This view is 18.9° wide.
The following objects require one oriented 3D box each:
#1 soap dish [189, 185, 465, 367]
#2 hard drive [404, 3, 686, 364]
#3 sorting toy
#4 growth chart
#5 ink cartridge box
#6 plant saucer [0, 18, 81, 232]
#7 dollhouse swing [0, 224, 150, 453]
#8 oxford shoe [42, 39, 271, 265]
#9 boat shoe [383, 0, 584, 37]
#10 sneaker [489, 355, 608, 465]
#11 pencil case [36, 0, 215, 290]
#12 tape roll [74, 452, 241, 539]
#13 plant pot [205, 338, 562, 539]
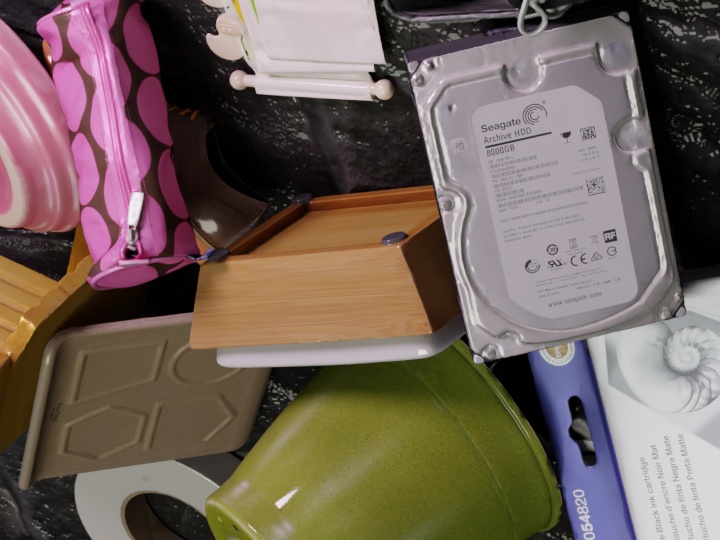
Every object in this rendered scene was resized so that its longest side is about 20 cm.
[{"bbox_3d":[0.000,0.000,1.453,0.200,0.157,0.081,-5,109,36],"label":"soap dish"},{"bbox_3d":[0.114,-0.052,1.325,0.140,0.038,0.200,-12,107,1],"label":"hard drive"},{"bbox_3d":[-0.157,0.087,1.629,0.037,0.200,0.185,63,151,31],"label":"sorting toy"},{"bbox_3d":[-0.046,-0.189,1.398,0.145,0.018,0.200,14,135,23],"label":"growth chart"},{"bbox_3d":[0.209,0.100,1.410,0.200,0.041,0.200,-11,100,26],"label":"ink cartridge box"},{"bbox_3d":[-0.272,-0.106,1.552,0.200,0.051,0.201,37,150,26],"label":"plant saucer"},{"bbox_3d":[-0.283,0.016,1.614,0.176,0.200,0.182,34,140,13],"label":"dollhouse swing"},{"bbox_3d":[-0.144,-0.099,1.527,0.073,0.071,0.200,-39,97,15],"label":"oxford shoe"},{"bbox_3d":[0.102,-0.180,1.271,0.199,0.068,0.074,1,130,32],"label":"boat shoe"},{"bbox_3d":[0.192,0.088,1.476,0.200,0.073,0.112,28,133,0],"label":"sneaker"},{"bbox_3d":[-0.162,-0.091,1.443,0.091,0.094,0.200,-15,84,10],"label":"pencil case"},{"bbox_3d":[-0.149,0.214,1.833,0.203,0.037,0.203,18,136,18],"label":"tape roll"},{"bbox_3d":[0.002,0.156,1.508,0.200,0.193,0.200,47,160,22],"label":"plant pot"}]
